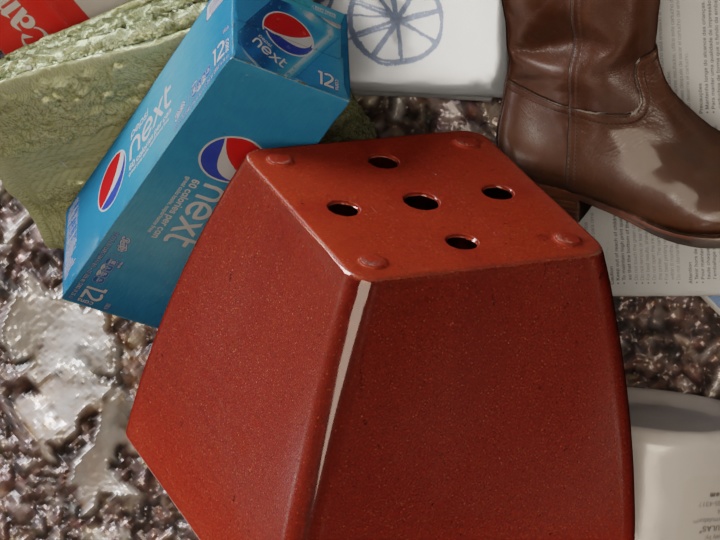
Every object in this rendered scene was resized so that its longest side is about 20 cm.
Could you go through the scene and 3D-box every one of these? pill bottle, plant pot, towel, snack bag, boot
[{"bbox_3d":[0.146,0.170,1.459,0.114,0.114,0.201,6,100,8],"label":"pill bottle"},{"bbox_3d":[0.019,0.042,1.347,0.200,0.200,0.177,-6,121,-26],"label":"plant pot"},{"bbox_3d":[-0.105,-0.080,1.450,0.200,0.037,0.148,-17,136,17],"label":"towel"},{"bbox_3d":[-0.012,-0.193,1.473,0.188,0.021,0.201,3,97,8],"label":"snack bag"},{"bbox_3d":[0.149,-0.116,1.348,0.186,0.064,0.200,5,117,13],"label":"boot"}]

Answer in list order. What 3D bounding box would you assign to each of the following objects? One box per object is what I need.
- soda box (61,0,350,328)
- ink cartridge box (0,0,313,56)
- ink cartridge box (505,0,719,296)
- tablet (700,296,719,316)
[{"bbox_3d":[-0.081,-0.056,1.401,0.068,0.064,0.200,19,136,-22],"label":"soda box"},{"bbox_3d":[-0.138,-0.155,1.420,0.200,0.050,0.161,-35,126,8],"label":"ink cartridge box"},{"bbox_3d":[0.179,-0.084,1.420,0.199,0.043,0.197,0,110,13],"label":"ink cartridge box"},{"bbox_3d":[0.252,-0.049,1.445,0.130,0.014,0.200,44,110,-3],"label":"tablet"}]
